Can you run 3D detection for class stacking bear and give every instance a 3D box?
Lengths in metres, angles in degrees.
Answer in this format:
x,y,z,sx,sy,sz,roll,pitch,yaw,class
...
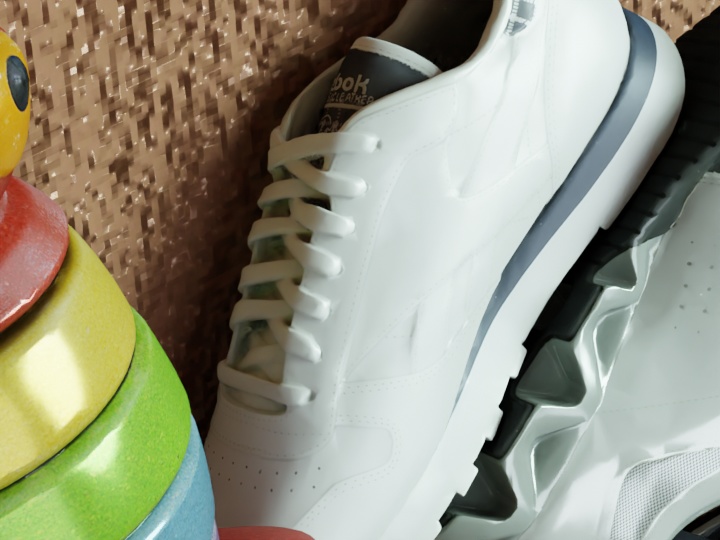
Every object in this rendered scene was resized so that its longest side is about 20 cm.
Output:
x,y,z,sx,sy,sz,roll,pitch,yaw,class
-0.090,0.025,0.602,0.122,0.113,0.200,-71,147,-56,stacking bear

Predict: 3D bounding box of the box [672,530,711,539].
x,y,z,sx,sy,sz,roll,pitch,yaw,class
0.067,0.183,0.770,0.200,0.114,0.132,-63,170,-45,box

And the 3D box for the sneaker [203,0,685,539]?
x,y,z,sx,sy,sz,roll,pitch,yaw,class
0.000,0.000,0.720,0.080,0.076,0.200,38,75,-40,sneaker

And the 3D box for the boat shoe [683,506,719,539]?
x,y,z,sx,sy,sz,roll,pitch,yaw,class
0.167,0.083,0.943,0.200,0.060,0.074,-27,148,-34,boat shoe

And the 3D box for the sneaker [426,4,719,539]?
x,y,z,sx,sy,sz,roll,pitch,yaw,class
0.094,0.008,0.756,0.088,0.074,0.200,34,91,-19,sneaker
